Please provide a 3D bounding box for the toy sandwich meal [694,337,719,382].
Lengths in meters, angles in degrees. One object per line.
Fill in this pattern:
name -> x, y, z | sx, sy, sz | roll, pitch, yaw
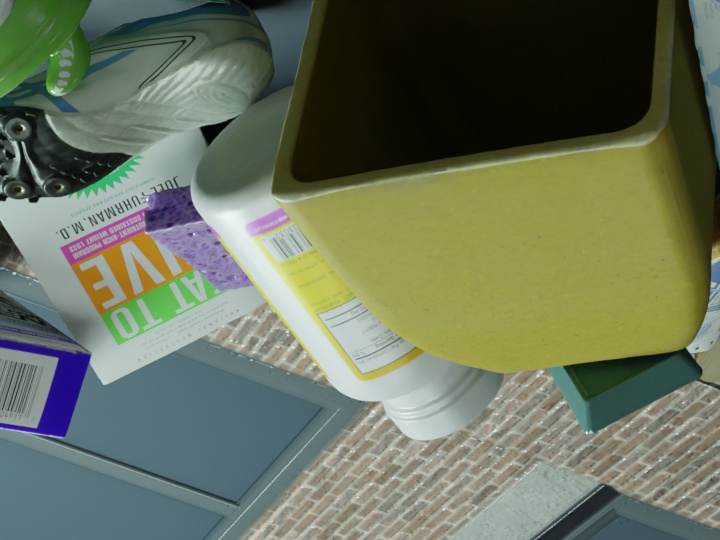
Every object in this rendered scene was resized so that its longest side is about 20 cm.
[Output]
toy sandwich meal -> 0.299, 0.030, 1.303 | 0.203, 0.071, 0.206 | 8, 147, 5

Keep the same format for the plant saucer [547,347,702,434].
plant saucer -> 0.122, 0.016, 1.191 | 0.070, 0.200, 0.019 | -27, 122, 1

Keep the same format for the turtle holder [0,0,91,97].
turtle holder -> -0.198, -0.155, 1.065 | 0.184, 0.142, 0.132 | -11, 140, 32

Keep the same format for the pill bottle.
pill bottle -> 0.000, 0.000, 1.189 | 0.104, 0.105, 0.200 | -14, 125, 35

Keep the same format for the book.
book -> -0.141, -0.024, 1.353 | 0.133, 0.048, 0.200 | -24, 142, 0

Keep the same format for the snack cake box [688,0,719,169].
snack cake box -> 0.193, -0.152, 1.018 | 0.067, 0.116, 0.200 | -1, 145, 17

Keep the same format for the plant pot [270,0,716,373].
plant pot -> 0.092, -0.055, 1.095 | 0.194, 0.195, 0.201 | -8, 137, 21

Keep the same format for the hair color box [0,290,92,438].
hair color box -> -0.272, 0.040, 1.396 | 0.109, 0.065, 0.200 | 14, -173, -39

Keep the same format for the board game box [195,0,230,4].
board game box -> -0.171, -0.201, 1.142 | 0.198, 0.028, 0.136 | 5, 147, 9

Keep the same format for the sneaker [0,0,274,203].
sneaker -> -0.145, -0.096, 1.193 | 0.199, 0.073, 0.072 | -20, 131, -4

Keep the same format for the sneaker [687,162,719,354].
sneaker -> 0.192, -0.001, 1.240 | 0.088, 0.076, 0.199 | 35, 130, -30

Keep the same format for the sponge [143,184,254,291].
sponge -> -0.018, -0.031, 1.286 | 0.198, 0.030, 0.112 | -10, 157, 17
